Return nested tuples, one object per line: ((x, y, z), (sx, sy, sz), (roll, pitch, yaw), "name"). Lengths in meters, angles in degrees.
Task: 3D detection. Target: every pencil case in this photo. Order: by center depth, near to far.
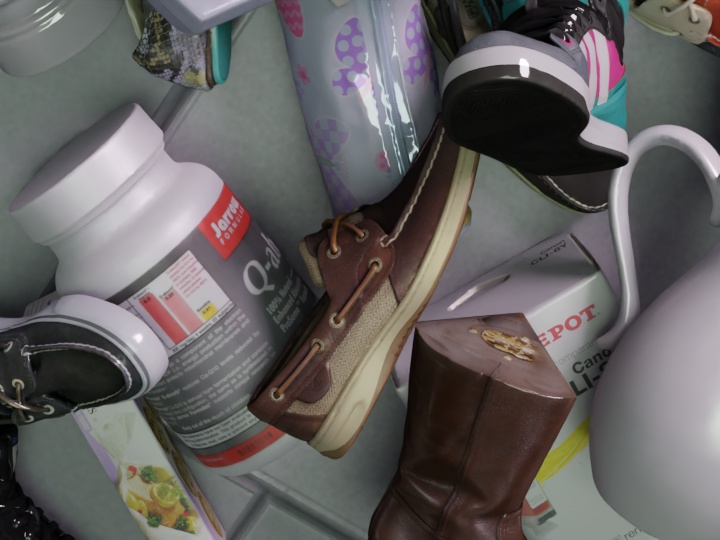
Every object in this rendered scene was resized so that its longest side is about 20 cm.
((0.007, -0.106, 0.834), (0.083, 0.091, 0.201), (-25, 114, -28), "pencil case")

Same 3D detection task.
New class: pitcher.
((0.186, 0.035, 0.811), (0.171, 0.121, 0.201), (35, 115, 29), "pitcher")

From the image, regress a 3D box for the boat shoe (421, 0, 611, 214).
((0.095, -0.109, 0.855), (0.072, 0.066, 0.201), (-34, 109, 5), "boat shoe")

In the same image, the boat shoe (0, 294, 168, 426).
((-0.187, 0.060, 0.823), (0.199, 0.057, 0.069), (-7, 127, 42), "boat shoe")

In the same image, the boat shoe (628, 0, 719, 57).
((0.168, -0.163, 0.790), (0.200, 0.062, 0.071), (39, 127, 25), "boat shoe")

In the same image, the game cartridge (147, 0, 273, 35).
((-0.088, -0.222, 0.728), (0.133, 0.040, 0.201), (-27, 88, -23), "game cartridge")

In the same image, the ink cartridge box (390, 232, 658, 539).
((0.122, 0.101, 0.918), (0.145, 0.083, 0.200), (-30, 108, 3), "ink cartridge box")

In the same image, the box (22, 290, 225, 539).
((-0.144, 0.103, 0.912), (0.039, 0.041, 0.201), (-26, 108, 2), "box")

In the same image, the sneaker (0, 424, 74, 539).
((-0.211, 0.153, 0.902), (0.199, 0.073, 0.112), (24, 105, -12), "sneaker")

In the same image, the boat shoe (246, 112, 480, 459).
((0.000, 0.000, 0.784), (0.072, 0.072, 0.201), (25, 102, -6), "boat shoe")

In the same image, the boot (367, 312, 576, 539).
((0.098, 0.129, 0.828), (0.186, 0.064, 0.201), (21, 120, 9), "boot")

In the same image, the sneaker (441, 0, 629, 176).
((0.090, -0.122, 0.737), (0.083, 0.200, 0.121), (-7, 82, 20), "sneaker")

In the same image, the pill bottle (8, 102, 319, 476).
((-0.102, 0.011, 0.846), (0.116, 0.116, 0.200), (-36, 109, 6), "pill bottle")

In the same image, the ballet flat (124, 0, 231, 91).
((-0.099, -0.200, 0.805), (0.072, 0.072, 0.201), (5, 106, -8), "ballet flat")

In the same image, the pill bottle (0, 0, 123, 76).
((-0.207, -0.199, 0.744), (0.111, 0.112, 0.200), (-31, 126, 4), "pill bottle")
